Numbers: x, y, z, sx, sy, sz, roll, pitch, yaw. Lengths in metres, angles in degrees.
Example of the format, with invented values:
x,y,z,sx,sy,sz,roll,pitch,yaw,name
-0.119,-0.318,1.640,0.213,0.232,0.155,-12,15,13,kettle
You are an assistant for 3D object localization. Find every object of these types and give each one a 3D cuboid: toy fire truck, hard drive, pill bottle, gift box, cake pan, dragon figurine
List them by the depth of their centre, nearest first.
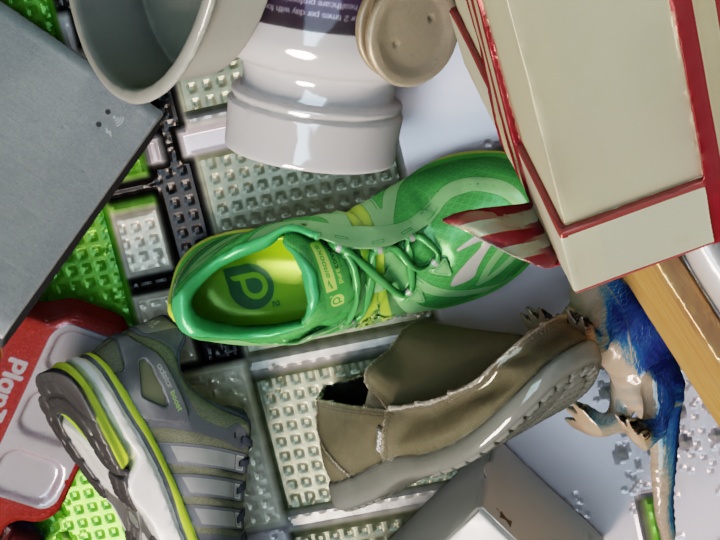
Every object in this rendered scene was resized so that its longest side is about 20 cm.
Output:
x,y,z,sx,sy,sz,roll,pitch,yaw,name
0.107,-0.114,0.850,0.199,0.185,0.187,-18,131,4,gift box
-0.085,-0.175,0.975,0.037,0.200,0.202,-2,108,-28,cake pan
-0.012,-0.151,0.996,0.111,0.111,0.201,9,105,6,pill bottle
0.142,0.033,1.036,0.099,0.059,0.201,-35,105,-25,dragon figurine
-0.216,-0.075,1.053,0.199,0.033,0.140,34,71,-1,hard drive
-0.223,0.091,1.102,0.167,0.112,0.201,20,105,-19,toy fire truck

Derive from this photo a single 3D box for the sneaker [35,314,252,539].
x,y,z,sx,sy,sz,roll,pitch,yaw,name
-0.081,0.112,1.095,0.081,0.074,0.201,-38,118,-23,sneaker

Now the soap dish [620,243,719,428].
x,y,z,sx,sy,sz,roll,pitch,yaw,name
0.218,0.024,0.991,0.157,0.081,0.201,-38,99,-27,soap dish

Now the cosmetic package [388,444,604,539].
x,y,z,sx,sy,sz,roll,pitch,yaw,name
0.024,0.190,1.083,0.085,0.108,0.200,44,108,-4,cosmetic package

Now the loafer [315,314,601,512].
x,y,z,sx,sy,sz,roll,pitch,yaw,name
0.034,0.059,1.029,0.200,0.075,0.070,-31,85,50,loafer

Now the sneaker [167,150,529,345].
x,y,z,sx,sy,sz,roll,pitch,yaw,name
0.000,0.000,1.048,0.199,0.084,0.075,-18,101,12,sneaker

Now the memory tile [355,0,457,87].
x,y,z,sx,sy,sz,roll,pitch,yaw,name
0.059,-0.189,0.952,0.200,0.017,0.154,-37,124,-20,memory tile
